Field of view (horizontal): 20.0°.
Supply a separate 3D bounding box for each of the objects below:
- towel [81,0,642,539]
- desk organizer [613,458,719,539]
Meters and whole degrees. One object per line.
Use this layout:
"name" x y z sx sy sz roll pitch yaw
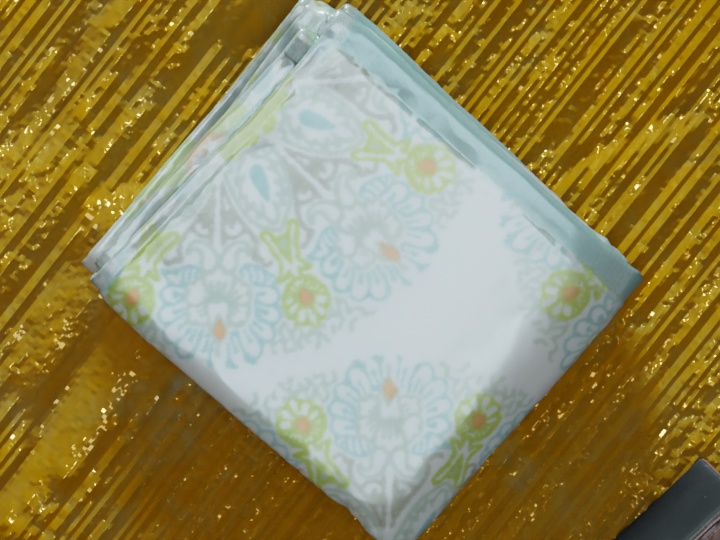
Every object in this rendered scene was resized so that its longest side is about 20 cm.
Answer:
"towel" 0.000 0.000 0.912 0.200 0.048 0.171 41 95 -6
"desk organizer" 0.115 0.187 0.922 0.200 0.072 0.077 -43 98 2
